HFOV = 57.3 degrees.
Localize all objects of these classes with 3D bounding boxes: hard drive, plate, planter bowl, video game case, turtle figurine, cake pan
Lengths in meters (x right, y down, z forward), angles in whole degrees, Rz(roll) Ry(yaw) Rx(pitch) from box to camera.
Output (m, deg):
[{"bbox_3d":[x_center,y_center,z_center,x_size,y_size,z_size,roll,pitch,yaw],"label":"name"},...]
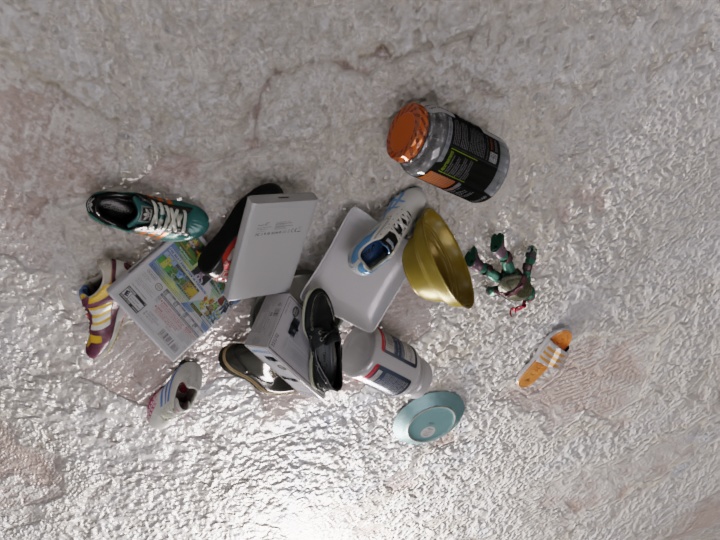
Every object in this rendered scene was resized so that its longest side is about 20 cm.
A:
[{"bbox_3d":[-0.156,-0.040,1.136,0.130,0.026,0.203,-9,134,-38],"label":"hard drive"},{"bbox_3d":[0.178,0.385,1.680,0.195,0.026,0.203,-11,130,-13],"label":"plate"},{"bbox_3d":[0.000,0.000,1.270,0.198,0.032,0.202,27,97,-36],"label":"plate"},{"bbox_3d":[0.134,-0.008,1.244,0.082,0.203,0.200,-24,135,23],"label":"planter bowl"},{"bbox_3d":[-0.322,0.040,1.177,0.182,0.022,0.202,-43,133,-15],"label":"video game case"},{"bbox_3d":[0.315,0.010,1.381,0.149,0.101,0.199,-42,123,17],"label":"turtle figurine"},{"bbox_3d":[-0.125,0.078,1.312,0.195,0.037,0.203,-10,130,-12],"label":"cake pan"}]

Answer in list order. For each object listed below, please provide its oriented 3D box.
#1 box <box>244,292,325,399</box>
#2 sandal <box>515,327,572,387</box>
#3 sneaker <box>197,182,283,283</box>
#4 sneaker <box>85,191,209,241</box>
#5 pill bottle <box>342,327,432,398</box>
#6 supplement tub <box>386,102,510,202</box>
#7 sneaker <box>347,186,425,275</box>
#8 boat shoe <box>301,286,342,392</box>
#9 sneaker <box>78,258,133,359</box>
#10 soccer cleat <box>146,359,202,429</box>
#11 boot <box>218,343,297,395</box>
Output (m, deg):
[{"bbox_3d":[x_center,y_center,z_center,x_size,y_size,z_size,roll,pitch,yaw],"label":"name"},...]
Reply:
[{"bbox_3d":[-0.123,0.146,1.261,0.059,0.119,0.200,-1,145,36],"label":"box"},{"bbox_3d":[0.467,0.233,1.636,0.078,0.060,0.209,13,122,-28],"label":"sandal"},{"bbox_3d":[-0.190,-0.058,1.167,0.202,0.067,0.108,-48,148,5],"label":"sneaker"},{"bbox_3d":[-0.338,-0.085,1.062,0.196,0.080,0.073,7,93,-24],"label":"sneaker"},{"bbox_3d":[0.061,0.205,1.428,0.198,0.121,0.120,31,113,-36],"label":"pill bottle"},{"bbox_3d":[0.149,-0.202,1.126,0.197,0.124,0.123,18,121,-31],"label":"supplement tub"},{"bbox_3d":[0.057,-0.069,1.207,0.201,0.072,0.072,-49,122,-10],"label":"sneaker"},{"bbox_3d":[-0.062,0.133,1.218,0.073,0.065,0.205,-10,106,-40],"label":"boat shoe"},{"bbox_3d":[-0.460,0.065,1.162,0.089,0.075,0.202,20,110,-34],"label":"sneaker"},{"bbox_3d":[-0.383,0.272,1.345,0.069,0.087,0.201,19,120,-31],"label":"soccer cleat"},{"bbox_3d":[-0.170,0.196,1.327,0.197,0.079,0.137,24,150,-34],"label":"boot"}]
